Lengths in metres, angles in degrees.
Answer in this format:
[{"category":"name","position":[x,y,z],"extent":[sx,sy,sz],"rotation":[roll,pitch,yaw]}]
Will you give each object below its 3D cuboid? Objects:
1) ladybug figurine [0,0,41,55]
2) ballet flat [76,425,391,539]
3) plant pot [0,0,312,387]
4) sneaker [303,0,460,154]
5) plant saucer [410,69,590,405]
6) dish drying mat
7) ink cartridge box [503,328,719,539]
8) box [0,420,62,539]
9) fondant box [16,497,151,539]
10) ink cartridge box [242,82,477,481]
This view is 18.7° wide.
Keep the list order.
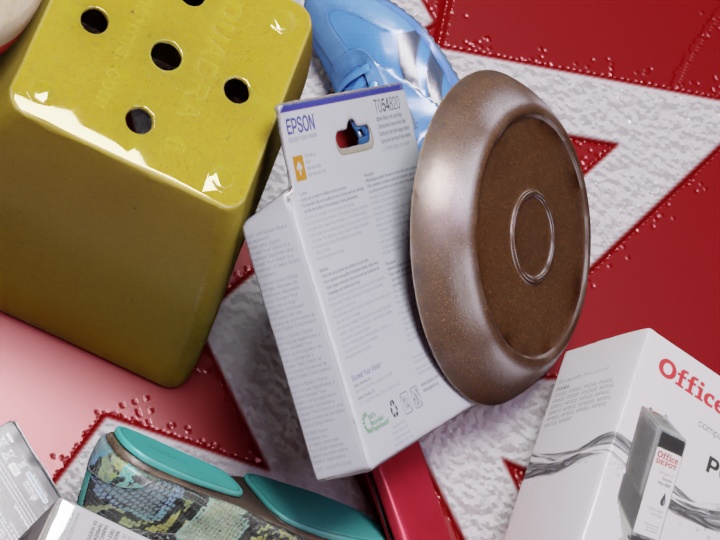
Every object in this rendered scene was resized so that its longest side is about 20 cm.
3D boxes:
[{"category":"ladybug figurine","position":[-0.232,-0.158,1.144],"extent":[0.135,0.072,0.200],"rotation":[9,39,-11]},{"category":"ballet flat","position":[-0.074,0.145,1.219],"extent":[0.200,0.074,0.075],"rotation":[24,62,-30]},{"category":"plant pot","position":[-0.133,-0.084,1.222],"extent":[0.199,0.176,0.201],"rotation":[25,63,-11]},{"category":"sneaker","position":[0.024,-0.092,1.346],"extent":[0.200,0.066,0.078],"rotation":[51,50,1]},{"category":"plant saucer","position":[0.091,-0.020,1.298],"extent":[0.200,0.032,0.201],"rotation":[3,87,-58]},{"category":"dish drying mat","position":[0.033,0.153,1.265],"extent":[0.077,0.018,0.201],"rotation":[14,54,-66]},{"category":"ink cartridge box","position":[0.171,0.157,1.289],"extent":[0.147,0.083,0.201],"rotation":[32,61,-22]},{"category":"box","position":[-0.202,0.203,1.156],"extent":[0.161,0.049,0.200],"rotation":[-30,84,-31]},{"category":"fondant box","position":[-0.092,0.198,1.095],"extent":[0.200,0.144,0.058],"rotation":[28,60,-12]},{"category":"ink cartridge box","position":[0.000,0.000,1.230],"extent":[0.199,0.040,0.201],"rotation":[-19,95,-67]}]
